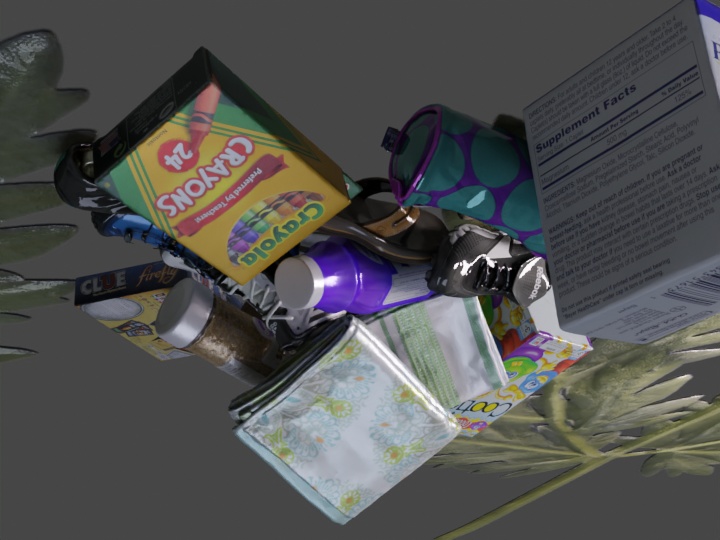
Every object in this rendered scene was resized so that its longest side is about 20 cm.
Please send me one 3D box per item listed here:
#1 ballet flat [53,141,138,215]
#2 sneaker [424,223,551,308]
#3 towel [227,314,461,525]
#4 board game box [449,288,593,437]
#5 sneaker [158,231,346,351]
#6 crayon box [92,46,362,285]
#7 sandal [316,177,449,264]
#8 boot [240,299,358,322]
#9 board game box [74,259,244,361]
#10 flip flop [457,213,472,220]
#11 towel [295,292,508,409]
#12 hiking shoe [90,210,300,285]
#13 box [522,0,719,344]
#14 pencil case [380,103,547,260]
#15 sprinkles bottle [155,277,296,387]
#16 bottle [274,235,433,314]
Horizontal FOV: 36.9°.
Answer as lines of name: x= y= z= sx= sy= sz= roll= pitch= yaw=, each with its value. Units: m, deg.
ballet flat: x=-0.160 y=-0.076 z=0.921 sx=0.198 sy=0.069 sz=0.069 roll=2 pitch=146 yaw=-15
sneaker: x=0.135 y=-0.001 z=1.044 sx=0.090 sy=0.067 sz=0.199 roll=25 pitch=-165 yaw=26
towel: x=-0.016 y=0.157 z=1.111 sx=0.171 sy=0.048 sz=0.200 roll=-37 pitch=119 yaw=11
board game box: x=0.149 y=0.094 z=1.249 sx=0.104 sy=0.104 sz=0.200 roll=16 pitch=134 yaw=-39
sneaker: x=-0.100 y=0.017 z=1.073 sx=0.198 sy=0.117 sz=0.076 roll=5 pitch=155 yaw=-20
crayon box: x=-0.098 y=-0.069 z=0.865 sx=0.127 sy=0.051 sz=0.200 roll=-37 pitch=132 yaw=19
sandal: x=0.013 y=-0.060 z=0.994 sx=0.199 sy=0.082 sz=0.055 roll=20 pitch=122 yaw=-34
boot: x=-0.028 y=0.064 z=1.254 sx=0.198 sy=0.075 sz=0.155 roll=-6 pitch=163 yaw=16
board game box: x=-0.213 y=0.047 z=1.224 sx=0.134 sy=0.035 sz=0.200 roll=-11 pitch=155 yaw=14
flip flop: x=0.186 y=-0.050 z=1.045 sx=0.198 sy=0.058 sz=0.081 roll=9 pitch=153 yaw=-29
towel: x=0.046 y=0.101 z=1.134 sx=0.198 sy=0.031 sz=0.150 roll=-24 pitch=114 yaw=0
hiking shoe: x=-0.146 y=-0.032 z=0.990 sx=0.198 sy=0.088 sz=0.074 roll=2 pitch=156 yaw=-14
box: x=0.234 y=-0.069 z=0.831 sx=0.104 sy=0.202 sz=0.183 roll=11 pitch=152 yaw=-35
pencil case: x=0.117 y=-0.070 z=0.926 sx=0.199 sy=0.085 sz=0.093 roll=19 pitch=114 yaw=-29
sprinkles bottle: x=-0.118 y=0.083 z=1.135 sx=0.199 sy=0.069 sz=0.068 roll=33 pitch=139 yaw=-30
bottle: x=0.000 y=0.000 z=1.020 sx=0.199 sy=0.083 sz=0.066 roll=-10 pitch=136 yaw=-52
